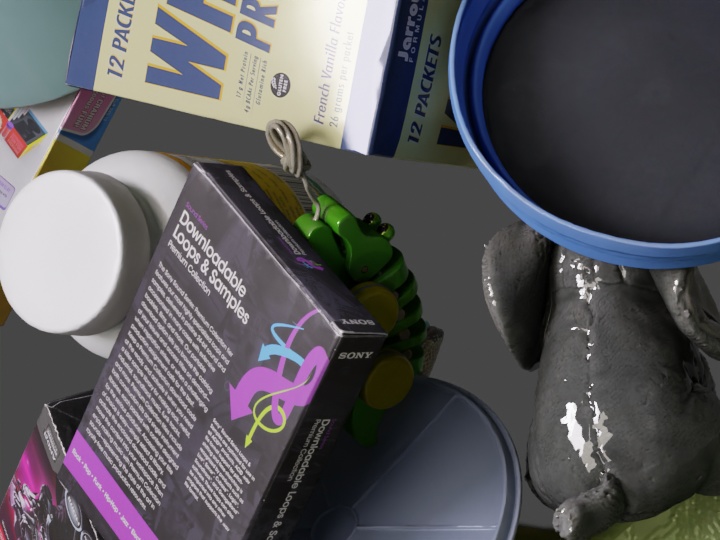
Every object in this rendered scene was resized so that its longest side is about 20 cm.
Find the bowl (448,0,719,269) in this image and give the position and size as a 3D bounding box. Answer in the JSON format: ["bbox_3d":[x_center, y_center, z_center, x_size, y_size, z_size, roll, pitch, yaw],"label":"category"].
[{"bbox_3d":[0.142,-0.090,1.417,0.200,0.039,0.201,-1,62,3],"label":"bowl"}]

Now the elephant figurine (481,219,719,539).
[{"bbox_3d":[0.123,0.016,1.462,0.155,0.141,0.201,-176,76,-73],"label":"elephant figurine"}]

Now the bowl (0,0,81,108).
[{"bbox_3d":[-0.208,-0.203,1.690,0.200,0.105,0.201,-7,68,19],"label":"bowl"}]

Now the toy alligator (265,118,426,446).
[{"bbox_3d":[0.000,0.000,1.468,0.059,0.054,0.200,38,149,48],"label":"toy alligator"}]

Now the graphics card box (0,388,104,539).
[{"bbox_3d":[-0.148,0.156,1.641,0.126,0.051,0.200,68,156,17],"label":"graphics card box"}]

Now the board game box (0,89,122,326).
[{"bbox_3d":[-0.229,-0.091,1.775,0.153,0.040,0.200,39,108,29],"label":"board game box"}]

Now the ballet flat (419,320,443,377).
[{"bbox_3d":[-0.028,0.092,1.621,0.200,0.068,0.075,-22,96,24],"label":"ballet flat"}]

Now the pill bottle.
[{"bbox_3d":[-0.098,-0.006,1.588,0.112,0.200,0.113,-2,87,33],"label":"pill bottle"}]

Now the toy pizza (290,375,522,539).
[{"bbox_3d":[-0.007,0.139,1.505,0.200,0.032,0.201,-18,44,18],"label":"toy pizza"}]

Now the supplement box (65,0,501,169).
[{"bbox_3d":[-0.007,-0.135,1.534,0.200,0.200,0.135,14,96,33],"label":"supplement box"}]

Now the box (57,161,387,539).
[{"bbox_3d":[-0.071,0.068,1.458,0.143,0.036,0.200,49,126,38],"label":"box"}]
